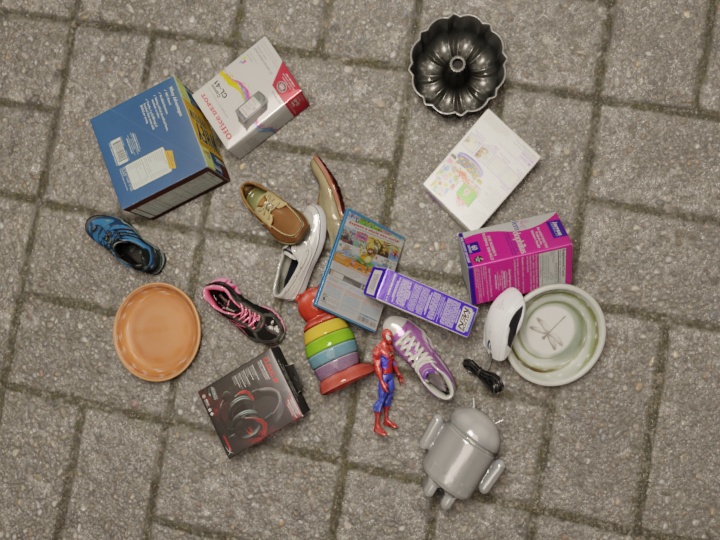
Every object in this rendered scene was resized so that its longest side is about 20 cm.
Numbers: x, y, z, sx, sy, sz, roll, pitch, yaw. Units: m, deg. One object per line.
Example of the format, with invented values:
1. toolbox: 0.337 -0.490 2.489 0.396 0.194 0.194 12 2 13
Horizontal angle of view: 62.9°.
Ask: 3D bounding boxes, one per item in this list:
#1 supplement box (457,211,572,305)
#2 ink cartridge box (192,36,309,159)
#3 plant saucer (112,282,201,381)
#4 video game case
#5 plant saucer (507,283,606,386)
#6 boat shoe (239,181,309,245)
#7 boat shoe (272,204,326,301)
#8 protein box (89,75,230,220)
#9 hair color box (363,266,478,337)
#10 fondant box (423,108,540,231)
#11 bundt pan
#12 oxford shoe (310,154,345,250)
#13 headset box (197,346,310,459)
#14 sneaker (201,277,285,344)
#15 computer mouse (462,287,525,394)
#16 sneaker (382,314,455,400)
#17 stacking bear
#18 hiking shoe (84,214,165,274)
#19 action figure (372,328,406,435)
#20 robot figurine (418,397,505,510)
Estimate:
1. supplement box: 0.293 -0.023 1.125 0.193 0.105 0.103 -12 41 4
2. ink cartridge box: -0.227 -0.357 1.230 0.198 0.086 0.149 -36 84 2
3. plant saucer: -0.426 0.129 1.249 0.193 0.037 0.208 0 87 7
4. video game case: 0.000 0.000 1.165 0.140 0.018 0.206 24 76 -21
5. plant saucer: 0.369 0.119 1.135 0.193 0.050 0.207 0 105 0
6. boat shoe: -0.181 -0.118 1.175 0.198 0.074 0.077 34 86 39
7. boat shoe: -0.125 -0.035 1.186 0.072 0.064 0.206 20 99 37
8. protein box: -0.410 -0.247 1.218 0.195 0.135 0.204 -24 84 5
9. hair color box: 0.113 0.058 1.125 0.195 0.109 0.066 25 87 -13
10. fondant box: 0.240 -0.194 1.181 0.144 0.058 0.201 43 91 7
11. bundt pan: 0.194 -0.403 1.188 0.195 0.076 0.210 0 87 7
12. oxford shoe: -0.070 -0.136 1.208 0.073 0.070 0.205 -24 83 10
13. headset box: -0.206 0.260 1.196 0.196 0.075 0.152 -29 83 4
14. sneaker: -0.244 0.087 1.202 0.197 0.095 0.080 32 89 6
15. computer mouse: 0.251 0.126 1.107 0.043 0.110 0.206 3 113 -25
16. sneaker: 0.116 0.166 1.146 0.073 0.114 0.201 -44 82 4
17. stacking bear: -0.066 0.130 1.173 0.119 0.113 0.205 -26 77 16
18. hiking shoe: -0.506 -0.064 1.243 0.196 0.087 0.076 28 90 7
19. action figure: 0.052 0.215 1.154 0.051 0.064 0.207 5 102 40
20. robot figurine: 0.194 0.350 1.126 0.167 0.113 0.203 32 91 2
